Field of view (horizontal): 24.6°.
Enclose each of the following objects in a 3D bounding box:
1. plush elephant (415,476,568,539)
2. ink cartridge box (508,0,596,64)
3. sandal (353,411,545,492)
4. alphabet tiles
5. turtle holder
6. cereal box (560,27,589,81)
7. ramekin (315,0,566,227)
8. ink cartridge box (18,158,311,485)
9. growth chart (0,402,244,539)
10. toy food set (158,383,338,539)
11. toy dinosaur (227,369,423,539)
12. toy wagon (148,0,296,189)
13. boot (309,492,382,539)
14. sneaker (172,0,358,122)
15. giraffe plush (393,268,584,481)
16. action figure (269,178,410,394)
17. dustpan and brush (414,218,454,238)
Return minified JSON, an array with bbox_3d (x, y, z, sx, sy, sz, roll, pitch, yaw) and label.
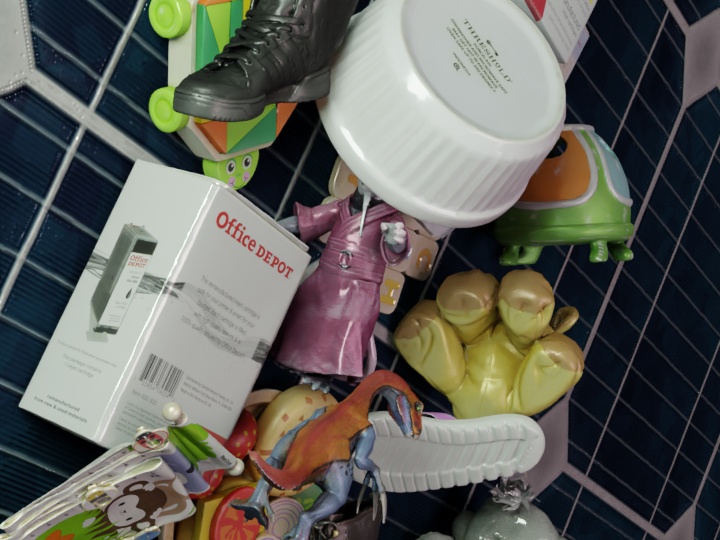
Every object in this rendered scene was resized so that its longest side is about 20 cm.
[{"bbox_3d":[0.132,0.308,1.649,0.155,0.164,0.200,-47,141,-20],"label":"plush elephant"},{"bbox_3d":[0.132,-0.305,1.386,0.201,0.144,0.145,-64,145,-15],"label":"ink cartridge box"},{"bbox_3d":[0.065,0.158,1.501,0.050,0.201,0.083,-103,-162,-63],"label":"sandal"},{"bbox_3d":[0.031,-0.064,1.463,0.195,0.015,0.201,22,85,-57],"label":"alphabet tiles"},{"bbox_3d":[0.206,-0.073,1.603,0.185,0.140,0.133,-3,90,-47],"label":"turtle holder"},{"bbox_3d":[0.137,-0.191,1.518,0.201,0.039,0.144,-61,140,-25],"label":"cereal box"},{"bbox_3d":[0.070,-0.141,1.288,0.202,0.203,0.094,-34,174,-44],"label":"ramekin"},{"bbox_3d":[-0.137,0.041,1.200,0.147,0.083,0.201,39,73,-55],"label":"ink cartridge box"},{"bbox_3d":[-0.176,0.170,1.162,0.200,0.018,0.145,-35,148,7],"label":"growth chart"},{"bbox_3d":[-0.092,0.195,1.367,0.200,0.048,0.199,-10,112,-54],"label":"toy food set"},{"bbox_3d":[-0.009,0.134,1.247,0.182,0.105,0.200,-54,173,-28],"label":"toy dinosaur"},{"bbox_3d":[-0.091,-0.142,1.227,0.155,0.039,0.201,-22,121,-49],"label":"toy wagon"},{"bbox_3d":[-0.034,0.291,1.410,0.200,0.069,0.175,-26,118,-62],"label":"boot"},{"bbox_3d":[-0.063,-0.171,1.170,0.200,0.060,0.105,-22,124,-56],"label":"sneaker"},{"bbox_3d":[0.139,0.075,1.577,0.162,0.172,0.201,-52,136,-63],"label":"giraffe plush"},{"bbox_3d":[0.000,0.000,1.338,0.149,0.134,0.201,17,93,-57],"label":"action figure"},{"bbox_3d":[0.058,-0.136,1.401,0.139,0.057,0.200,-39,131,6],"label":"dustpan and brush"}]
